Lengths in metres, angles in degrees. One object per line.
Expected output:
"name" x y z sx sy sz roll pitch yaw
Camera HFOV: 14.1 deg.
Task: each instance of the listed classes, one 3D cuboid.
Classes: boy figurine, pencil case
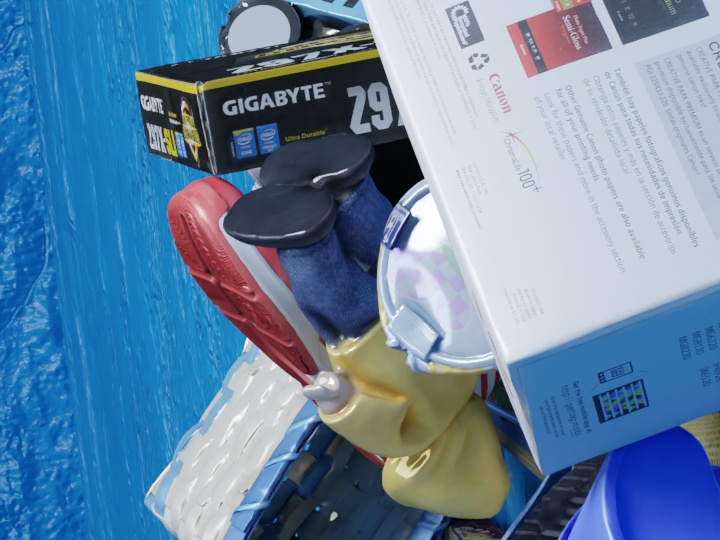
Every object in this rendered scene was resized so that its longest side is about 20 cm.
"boy figurine" 0.015 0.031 1.322 0.125 0.064 0.200 -59 -45 -36
"pencil case" 0.074 0.006 1.261 0.091 0.083 0.200 -66 -19 8

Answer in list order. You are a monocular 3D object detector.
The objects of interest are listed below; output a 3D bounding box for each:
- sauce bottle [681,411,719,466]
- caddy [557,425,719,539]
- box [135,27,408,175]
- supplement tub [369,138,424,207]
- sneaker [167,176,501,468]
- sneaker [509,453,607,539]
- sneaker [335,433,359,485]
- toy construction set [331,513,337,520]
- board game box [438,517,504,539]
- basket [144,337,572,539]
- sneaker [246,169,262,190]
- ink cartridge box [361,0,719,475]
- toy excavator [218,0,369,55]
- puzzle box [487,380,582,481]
"sauce bottle" 0.138 0.006 1.218 0.065 0.064 0.201 -141 44 -70
"caddy" 0.152 0.145 1.096 0.105 0.141 0.201 105 153 -50
"box" 0.003 -0.091 1.413 0.160 0.199 0.050 -153 52 -74
"supplement tub" 0.008 -0.013 1.541 0.200 0.106 0.107 149 111 -75
"sneaker" 0.000 0.000 1.388 0.078 0.116 0.200 26 160 53
"sneaker" 0.098 0.187 1.405 0.070 0.082 0.201 18 76 50
"sneaker" 0.007 0.056 1.681 0.200 0.067 0.090 -88 -25 -61
"toy construction set" 0.006 0.190 1.701 0.092 0.131 0.201 53 -130 -44
"board game box" 0.062 0.231 1.578 0.120 0.032 0.201 -148 54 -70
"basket" 0.001 0.122 1.497 0.139 0.177 0.200 36 180 -43
"sneaker" -0.033 -0.017 1.714 0.077 0.085 0.200 58 -175 31
"ink cartridge box" 0.113 -0.049 1.103 0.084 0.175 0.201 69 -178 -53
"toy excavator" -0.015 -0.177 1.618 0.201 0.194 0.100 -66 -24 -15
"puzzle box" 0.087 0.035 1.530 0.200 0.025 0.134 -143 46 -71
